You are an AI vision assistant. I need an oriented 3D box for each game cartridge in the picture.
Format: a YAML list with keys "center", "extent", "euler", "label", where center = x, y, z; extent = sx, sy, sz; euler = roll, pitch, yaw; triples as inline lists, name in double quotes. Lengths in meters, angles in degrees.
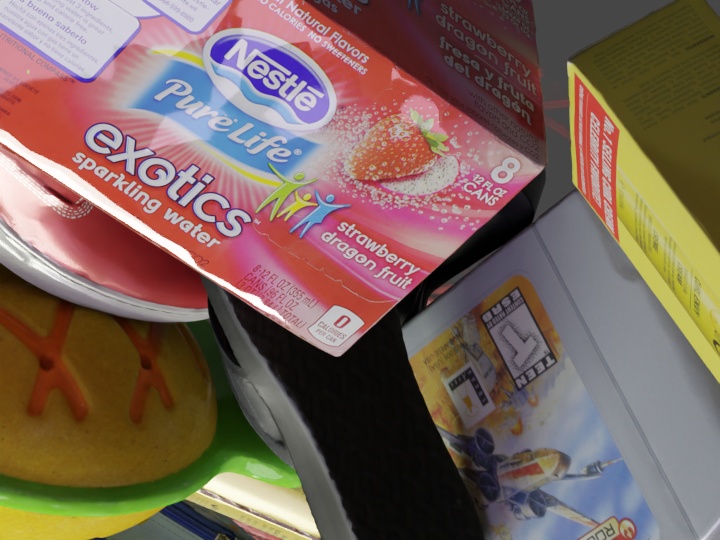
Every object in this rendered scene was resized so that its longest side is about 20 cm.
- center: [0.062, 0.067, 0.930]
  extent: [0.041, 0.134, 0.200]
  euler: [-5, 153, -45]
  label: "game cartridge"

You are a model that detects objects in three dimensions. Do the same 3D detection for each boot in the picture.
- center: [-0.092, -0.060, 0.903]
  extent: [0.200, 0.073, 0.144]
  euler: [36, 147, -21]
  label: "boot"

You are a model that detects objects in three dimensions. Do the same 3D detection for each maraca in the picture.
- center: [-0.105, 0.047, 1.010]
  extent: [0.199, 0.137, 0.107]
  euler: [1, 127, -36]
  label: "maraca"

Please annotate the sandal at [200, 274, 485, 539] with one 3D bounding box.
- center: [-0.019, 0.034, 0.909]
  extent: [0.048, 0.075, 0.201]
  euler: [-14, 97, 47]
  label: "sandal"

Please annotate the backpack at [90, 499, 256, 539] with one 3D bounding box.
- center: [-0.152, 0.136, 1.176]
  extent: [0.200, 0.148, 0.183]
  euler: [32, 170, -40]
  label: "backpack"

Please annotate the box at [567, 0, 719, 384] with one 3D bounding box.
- center: [0.133, 0.015, 0.782]
  extent: [0.200, 0.050, 0.075]
  euler: [58, 168, 28]
  label: "box"

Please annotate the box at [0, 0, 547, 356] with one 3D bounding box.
- center: [-0.050, -0.078, 0.782]
  extent: [0.200, 0.096, 0.100]
  euler: [33, 123, -24]
  label: "box"

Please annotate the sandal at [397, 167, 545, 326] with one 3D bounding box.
- center: [0.000, 0.000, 0.974]
  extent: [0.076, 0.043, 0.200]
  euler: [25, 152, -9]
  label: "sandal"

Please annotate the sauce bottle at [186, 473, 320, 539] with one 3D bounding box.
- center: [-0.013, 0.088, 1.116]
  extent: [0.199, 0.066, 0.066]
  euler: [24, 152, -8]
  label: "sauce bottle"
